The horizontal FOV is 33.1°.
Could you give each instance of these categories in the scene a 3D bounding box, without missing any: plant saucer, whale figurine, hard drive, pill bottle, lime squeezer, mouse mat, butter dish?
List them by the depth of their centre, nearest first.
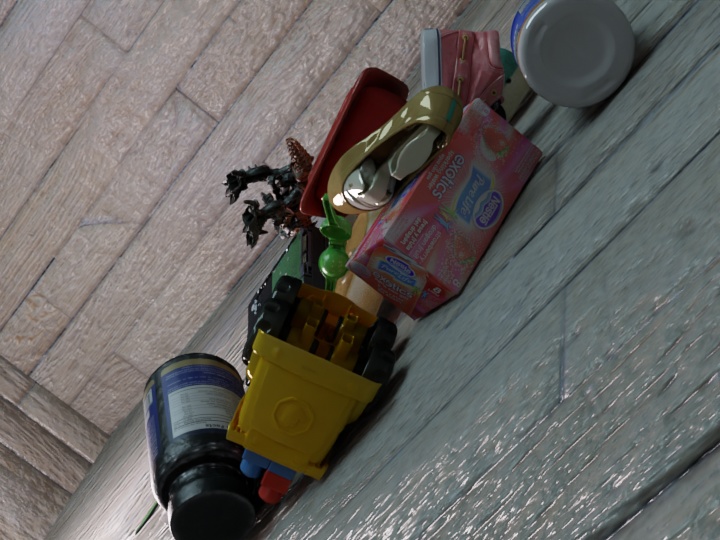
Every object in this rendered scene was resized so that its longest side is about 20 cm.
[{"bbox_3d":[0.209,-0.235,1.232,0.112,0.112,0.200,-50,8,15],"label":"pill bottle"},{"bbox_3d":[-0.164,0.187,1.253,0.112,0.112,0.200,-49,32,21],"label":"pill bottle"},{"bbox_3d":[-0.029,-0.014,1.353,0.071,0.038,0.200,-94,7,-54],"label":"lime squeezer"},{"bbox_3d":[0.000,0.000,1.411,0.200,0.035,0.201,-163,90,-81],"label":"plant saucer"},{"bbox_3d":[0.040,-0.133,1.523,0.200,0.148,0.199,-64,-15,8],"label":"butter dish"},{"bbox_3d":[-0.218,0.238,1.556,0.200,0.008,0.161,-52,3,17],"label":"mouse mat"},{"bbox_3d":[0.141,-0.221,1.585,0.159,0.104,0.200,-55,9,-20],"label":"whale figurine"},{"bbox_3d":[-0.099,0.051,1.603,0.200,0.038,0.140,126,150,-45],"label":"hard drive"}]

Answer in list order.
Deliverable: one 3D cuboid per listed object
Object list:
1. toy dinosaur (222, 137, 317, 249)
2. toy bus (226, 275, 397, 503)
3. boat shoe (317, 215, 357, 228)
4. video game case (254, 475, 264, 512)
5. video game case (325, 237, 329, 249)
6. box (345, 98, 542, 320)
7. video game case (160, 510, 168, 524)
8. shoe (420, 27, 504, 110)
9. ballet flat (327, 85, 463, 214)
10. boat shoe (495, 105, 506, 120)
[{"bbox_3d":[-0.099,-0.105,1.562,0.136,0.200,0.102,-17,40,-17],"label":"toy dinosaur"},{"bbox_3d":[-0.059,0.123,1.190,0.200,0.136,0.192,-74,7,-74],"label":"toy bus"},{"bbox_3d":[-0.020,-0.001,1.637,0.071,0.070,0.200,127,150,-45],"label":"boat shoe"},{"bbox_3d":[-0.149,0.267,1.350,0.181,0.025,0.200,-53,8,-8],"label":"video game case"},{"bbox_3d":[-0.069,0.048,1.606,0.200,0.017,0.143,126,151,-43],"label":"video game case"},{"bbox_3d":[0.086,-0.063,1.227,0.200,0.095,0.103,-57,9,-28],"label":"box"},{"bbox_3d":[-0.162,0.209,1.452,0.181,0.025,0.200,-54,3,-31],"label":"video game case"},{"bbox_3d":[0.116,-0.173,1.350,0.071,0.091,0.201,97,171,-84],"label":"shoe"},{"bbox_3d":[0.025,-0.104,1.191,0.200,0.069,0.063,-46,25,41],"label":"ballet flat"},{"bbox_3d":[0.106,-0.109,1.411,0.202,0.074,0.063,-54,13,10],"label":"boat shoe"}]
